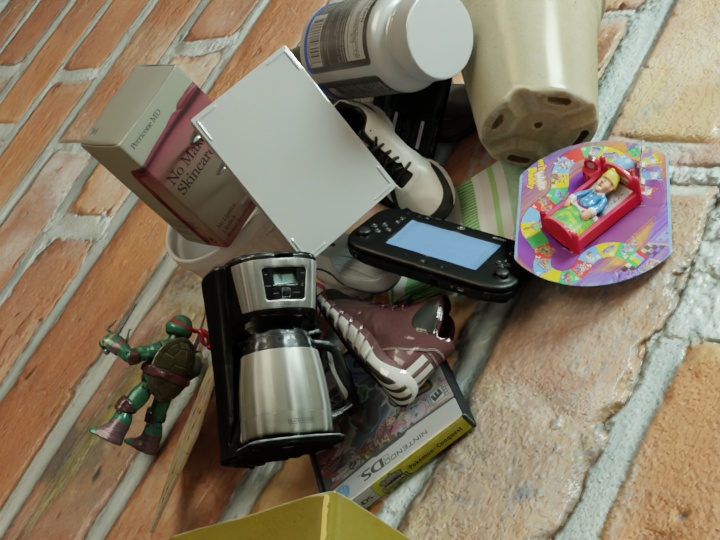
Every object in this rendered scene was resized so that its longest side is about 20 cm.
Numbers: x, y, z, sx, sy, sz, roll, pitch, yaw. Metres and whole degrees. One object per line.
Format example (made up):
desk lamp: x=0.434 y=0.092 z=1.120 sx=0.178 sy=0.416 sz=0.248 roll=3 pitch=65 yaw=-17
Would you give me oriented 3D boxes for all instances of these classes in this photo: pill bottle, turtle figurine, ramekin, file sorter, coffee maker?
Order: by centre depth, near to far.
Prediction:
coffee maker: x=-0.108 y=0.096 z=1.241 sx=0.191 sy=0.134 sz=0.203 roll=-20 pitch=71 yaw=40
pill bottle: x=0.028 y=-0.256 z=1.335 sx=0.199 sy=0.114 sz=0.115 roll=6 pitch=59 yaw=54
file sorter: x=-0.084 y=-0.121 z=1.354 sx=0.138 sy=0.201 sz=0.124 roll=-40 pitch=4 yaw=-15
turtle figurine: x=-0.254 y=0.122 z=1.466 sx=0.100 sy=0.149 sz=0.202 roll=12 pitch=77 yaw=57
ramekin: x=-0.153 y=-0.063 z=1.576 sx=0.199 sy=0.105 sz=0.202 roll=-28 pitch=39 yaw=25

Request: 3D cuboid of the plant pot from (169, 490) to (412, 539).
plant pot: x=-0.046 y=0.335 z=1.004 sx=0.194 sy=0.194 sz=0.202 roll=-22 pitch=47 yaw=30

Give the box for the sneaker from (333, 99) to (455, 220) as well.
sneaker: x=0.030 y=-0.126 z=1.378 sx=0.200 sy=0.080 sz=0.074 roll=46 pitch=106 yaw=26

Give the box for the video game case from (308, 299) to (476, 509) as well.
video game case: x=0.018 y=0.147 z=1.257 sx=0.180 sy=0.025 sz=0.201 roll=-39 pitch=36 yaw=11

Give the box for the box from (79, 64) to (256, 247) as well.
box: x=-0.219 y=-0.140 z=1.455 sx=0.108 sy=0.200 sz=0.129 roll=11 pitch=63 yaw=51

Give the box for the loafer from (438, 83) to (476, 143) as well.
loafer: x=0.088 y=-0.205 z=1.493 sx=0.198 sy=0.072 sz=0.073 roll=-9 pitch=47 yaw=40

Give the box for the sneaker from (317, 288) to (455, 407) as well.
sneaker: x=0.038 y=0.055 z=1.258 sx=0.115 sy=0.076 sz=0.200 roll=-38 pitch=40 yaw=-6

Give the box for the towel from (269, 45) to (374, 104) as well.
towel: x=-0.029 y=-0.208 z=1.547 sx=0.191 sy=0.203 sz=0.034 roll=-5 pitch=12 yaw=46

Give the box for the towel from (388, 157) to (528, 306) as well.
towel: x=0.112 y=-0.048 z=1.354 sx=0.199 sy=0.023 sz=0.154 roll=-30 pitch=37 yaw=22

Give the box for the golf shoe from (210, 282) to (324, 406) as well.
golf shoe: x=-0.105 y=0.090 z=1.374 sx=0.202 sy=0.091 sz=0.075 roll=-65 pitch=2 yaw=-27

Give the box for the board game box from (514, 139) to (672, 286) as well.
board game box: x=0.232 y=-0.074 z=1.191 sx=0.156 sy=0.039 sz=0.202 roll=-4 pitch=48 yaw=17

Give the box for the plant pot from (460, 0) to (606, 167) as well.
plant pot: x=0.190 y=-0.228 z=1.326 sx=0.199 sy=0.200 sz=0.186 roll=-23 pitch=51 yaw=29

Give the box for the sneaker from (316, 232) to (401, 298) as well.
sneaker: x=0.000 y=0.000 z=1.378 sx=0.073 sy=0.071 sz=0.199 roll=-40 pitch=26 yaw=-13

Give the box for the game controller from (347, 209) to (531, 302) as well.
game controller: x=0.087 y=-0.020 z=1.249 sx=0.198 sy=0.043 sz=0.104 roll=18 pitch=43 yaw=26

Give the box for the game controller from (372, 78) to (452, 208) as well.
game controller: x=0.053 y=-0.174 z=1.441 sx=0.103 sy=0.042 sz=0.203 roll=22 pitch=108 yaw=30

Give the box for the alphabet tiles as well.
alphabet tiles: x=-0.195 y=0.178 z=1.370 sx=0.201 sy=0.007 sz=0.168 roll=-81 pitch=15 yaw=-56
